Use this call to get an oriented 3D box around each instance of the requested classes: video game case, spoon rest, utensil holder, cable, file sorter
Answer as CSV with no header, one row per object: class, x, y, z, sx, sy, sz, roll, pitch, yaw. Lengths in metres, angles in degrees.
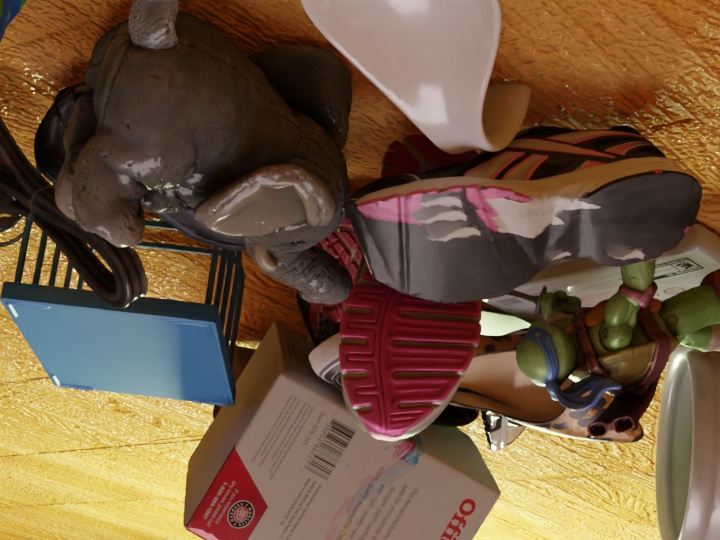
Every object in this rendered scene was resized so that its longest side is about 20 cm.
video game case,0.217,0.023,1.121,0.199,0.024,0.181,-14,151,43
spoon rest,0.039,-0.112,0.763,0.099,0.061,0.200,-3,158,25
utensil holder,0.353,0.153,1.217,0.198,0.171,0.170,5,160,3
cable,-0.196,-0.053,0.907,0.199,0.050,0.098,24,126,28
file sorter,-0.154,0.005,1.051,0.137,0.124,0.200,7,159,1

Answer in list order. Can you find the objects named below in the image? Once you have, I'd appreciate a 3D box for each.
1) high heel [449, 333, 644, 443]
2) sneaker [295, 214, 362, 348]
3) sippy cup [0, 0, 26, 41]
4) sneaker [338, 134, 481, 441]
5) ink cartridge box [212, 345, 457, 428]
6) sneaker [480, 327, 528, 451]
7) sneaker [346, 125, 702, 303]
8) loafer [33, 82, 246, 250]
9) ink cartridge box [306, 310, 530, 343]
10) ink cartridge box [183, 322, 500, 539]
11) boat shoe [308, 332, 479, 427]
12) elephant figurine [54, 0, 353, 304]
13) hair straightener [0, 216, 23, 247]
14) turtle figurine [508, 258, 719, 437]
high heel,0.087,0.084,0.985,0.199,0.143,0.072,29,118,10
sneaker,0.000,0.000,1.075,0.074,0.081,0.200,-20,163,-14
sippy cup,-0.245,-0.112,0.755,0.138,0.131,0.178,9,159,-6
sneaker,0.033,0.020,0.895,0.081,0.201,0.088,13,145,3
ink cartridge box,-0.028,0.134,1.325,0.198,0.076,0.165,11,-173,-8
sneaker,0.132,0.096,1.211,0.079,0.074,0.200,-15,164,0
sneaker,0.087,-0.040,0.856,0.198,0.087,0.081,-4,126,-12
loafer,-0.100,-0.064,0.925,0.198,0.073,0.072,12,156,-17
ink cartridge box,0.059,0.068,1.262,0.198,0.048,0.146,13,159,-8
ink cartridge box,-0.017,0.164,1.172,0.199,0.146,0.145,31,-172,-11
boat shoe,0.033,0.087,1.111,0.070,0.067,0.200,-33,156,17
elephant figurine,-0.059,-0.064,0.838,0.199,0.143,0.155,17,180,-20
hair straightener,-0.341,-0.051,1.099,0.198,0.041,0.077,10,160,-21
turtle figurine,0.171,-0.001,0.959,0.192,0.200,0.145,-3,127,-26
